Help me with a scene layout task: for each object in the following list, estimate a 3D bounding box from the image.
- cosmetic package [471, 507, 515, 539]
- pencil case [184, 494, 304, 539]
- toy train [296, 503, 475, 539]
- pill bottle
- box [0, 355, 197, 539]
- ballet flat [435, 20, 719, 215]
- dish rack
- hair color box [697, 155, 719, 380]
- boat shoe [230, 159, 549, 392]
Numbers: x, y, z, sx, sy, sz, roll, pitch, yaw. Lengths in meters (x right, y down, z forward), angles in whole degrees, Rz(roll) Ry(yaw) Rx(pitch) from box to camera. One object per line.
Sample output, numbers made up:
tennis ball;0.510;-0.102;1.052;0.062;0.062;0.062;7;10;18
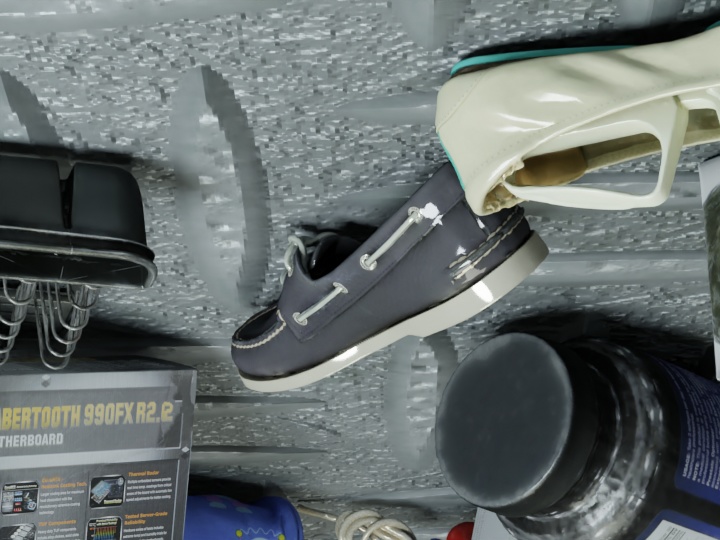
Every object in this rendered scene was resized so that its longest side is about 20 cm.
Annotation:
cosmetic package;0.159;0.173;1.395;0.199;0.102;0.074;21;146;-11
pencil case;-0.133;0.156;1.424;0.199;0.078;0.087;8;171;-23
toy train;0.045;0.203;1.435;0.199;0.116;0.085;20;122;1
pill bottle;0.132;0.097;1.262;0.112;0.112;0.200;-21;150;37
box;-0.167;0.121;1.177;0.048;0.159;0.200;8;-175;41
ballet flat;0.126;-0.058;0.960;0.199;0.070;0.069;-11;155;19
dish rack;-0.179;0.005;1.102;0.153;0.055;0.200;6;156;-15
hair color box;0.235;-0.020;1.013;0.200;0.099;0.061;-21;151;38
boat shoe;0.000;0.000;1.125;0.200;0.073;0.063;-23;106;50
